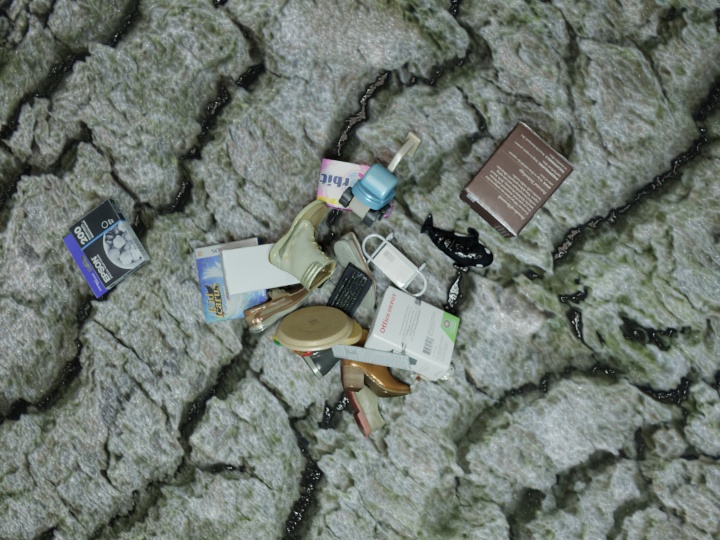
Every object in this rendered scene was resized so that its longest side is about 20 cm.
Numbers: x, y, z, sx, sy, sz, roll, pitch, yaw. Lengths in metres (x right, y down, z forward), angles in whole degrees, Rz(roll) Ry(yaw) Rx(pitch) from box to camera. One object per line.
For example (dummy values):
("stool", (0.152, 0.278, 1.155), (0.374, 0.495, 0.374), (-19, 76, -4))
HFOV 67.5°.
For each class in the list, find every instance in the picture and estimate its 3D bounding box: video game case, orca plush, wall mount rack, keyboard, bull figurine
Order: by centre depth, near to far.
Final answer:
("keyboard", (0.023, 0.204, 1.287), (0.196, 0.057, 0.011), (7, 52, 19))
("orca plush", (0.244, -0.071, 1.342), (0.200, 0.071, 0.105), (43, 96, 4))
("keyboard", (-0.053, 0.049, 1.346), (0.126, 0.021, 0.201), (36, 137, 5))
("bull figurine", (0.145, 0.226, 1.354), (0.200, 0.065, 0.121), (45, 54, 12))
("wall mount rack", (0.069, 0.009, 1.369), (0.200, 0.075, 0.174), (43, 93, 5))
("video game case", (-0.337, 0.026, 1.432), (0.177, 0.045, 0.205), (-10, 90, 8))

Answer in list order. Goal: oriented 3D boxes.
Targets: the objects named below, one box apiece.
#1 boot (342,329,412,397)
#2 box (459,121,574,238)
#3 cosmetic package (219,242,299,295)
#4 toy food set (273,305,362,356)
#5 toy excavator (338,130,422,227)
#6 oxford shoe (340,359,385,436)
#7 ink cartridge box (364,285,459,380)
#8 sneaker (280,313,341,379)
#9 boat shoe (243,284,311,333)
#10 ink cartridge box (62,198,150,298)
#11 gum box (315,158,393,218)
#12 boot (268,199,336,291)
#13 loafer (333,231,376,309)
("boot", (0.046, 0.238, 1.380), (0.196, 0.077, 0.158), (12, 63, -16))
("box", (0.361, -0.207, 1.276), (0.164, 0.166, 0.201), (40, 96, 4))
("cosmetic package", (-0.249, -0.007, 1.362), (0.196, 0.081, 0.115), (-8, 90, -19))
("toy food set", (-0.110, 0.145, 1.307), (0.196, 0.198, 0.050), (22, 126, 44))
("toy excavator", (0.062, -0.224, 1.273), (0.099, 0.194, 0.201), (39, 121, 5))
("oxford shoe", (0.003, 0.319, 1.396), (0.074, 0.070, 0.204), (-19, 87, -20))
("ink cartridge box", (0.124, 0.151, 1.301), (0.197, 0.084, 0.147), (24, 55, -4))
("sneaker", (-0.125, 0.172, 1.405), (0.105, 0.075, 0.201), (-34, 78, -13))
("boat shoe", (-0.206, 0.079, 1.359), (0.199, 0.075, 0.073), (-35, 100, -28))
("ink cartridge box", (-0.709, -0.058, 1.479), (0.198, 0.043, 0.200), (-34, 87, 8))
("gum box", (-0.007, -0.207, 1.373), (0.196, 0.066, 0.116), (10, 92, 7))
("boot", (-0.109, -0.061, 1.296), (0.154, 0.072, 0.201), (33, 78, 28))
("loafer", (0.000, 0.000, 1.329), (0.071, 0.063, 0.203), (-2, 123, 37))
